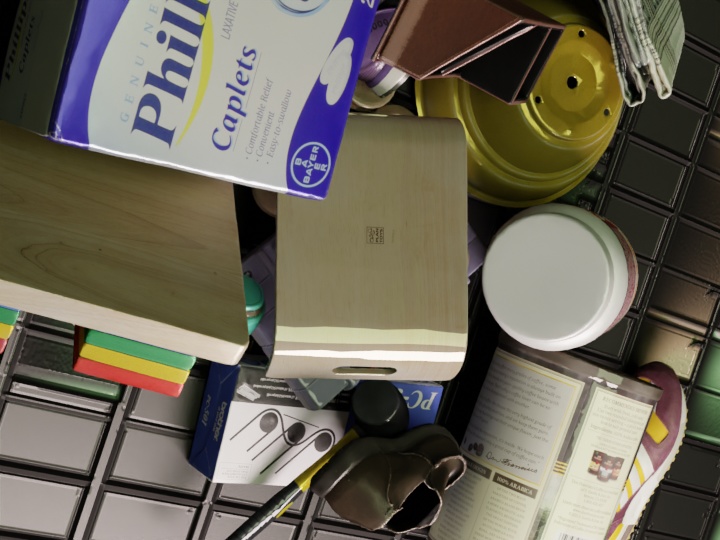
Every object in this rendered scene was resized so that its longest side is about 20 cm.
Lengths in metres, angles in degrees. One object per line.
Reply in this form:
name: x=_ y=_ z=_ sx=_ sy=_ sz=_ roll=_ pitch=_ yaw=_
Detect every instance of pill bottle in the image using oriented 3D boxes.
pill bottle: x=0.159 y=0.004 z=1.176 sx=0.200 sy=0.114 sz=0.115 roll=-1 pitch=107 yaw=-76

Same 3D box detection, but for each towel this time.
towel: x=0.222 y=-0.246 z=1.189 sx=0.200 sy=0.034 sz=0.193 roll=-51 pitch=127 yaw=-58

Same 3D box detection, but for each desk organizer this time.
desk organizer: x=0.081 y=-0.160 z=1.020 sx=0.072 sy=0.077 sz=0.200 roll=-63 pitch=170 yaw=14

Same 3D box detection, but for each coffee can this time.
coffee can: x=0.153 y=0.168 z=1.254 sx=0.146 sy=0.146 sz=0.201 roll=20 pitch=91 yaw=-37

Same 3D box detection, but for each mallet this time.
mallet: x=-0.043 y=0.155 z=1.116 sx=0.200 sy=0.041 sz=0.066 roll=-39 pitch=159 yaw=-14

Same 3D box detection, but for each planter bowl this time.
planter bowl: x=0.149 y=-0.150 z=1.182 sx=0.200 sy=0.083 sz=0.201 roll=-2 pitch=95 yaw=-26

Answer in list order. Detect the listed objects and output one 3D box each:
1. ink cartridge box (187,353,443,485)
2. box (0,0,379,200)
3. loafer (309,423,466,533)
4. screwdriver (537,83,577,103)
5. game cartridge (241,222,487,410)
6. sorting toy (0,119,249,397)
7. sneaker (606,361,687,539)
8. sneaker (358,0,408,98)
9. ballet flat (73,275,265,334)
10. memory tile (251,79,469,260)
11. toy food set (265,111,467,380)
ink cartridge box: x=-0.032 y=0.122 z=1.175 sx=0.200 sy=0.044 sz=0.094 roll=8 pitch=99 yaw=-36
box: x=-0.102 y=-0.155 z=0.922 sx=0.199 sy=0.105 sz=0.185 roll=10 pitch=99 yaw=-34
loafer: x=0.031 y=0.168 z=1.121 sx=0.073 sy=0.071 sz=0.200 roll=-46 pitch=160 yaw=20
screwdriver: x=0.195 y=-0.167 z=1.264 sx=0.200 sy=0.028 sz=0.029 roll=-45 pitch=163 yaw=-15
game cartridge: x=0.000 y=0.000 z=1.139 sx=0.200 sy=0.038 sz=0.130 roll=-41 pitch=97 yaw=-25
sorting toy: x=-0.182 y=-0.018 z=0.940 sx=0.199 sy=0.199 sz=0.070 roll=16 pitch=124 yaw=-21
sneaker: x=0.230 y=0.171 z=1.353 sx=0.090 sy=0.075 sz=0.201 roll=25 pitch=87 yaw=-42
sneaker: x=0.036 y=-0.235 z=1.112 sx=0.087 sy=0.076 sz=0.200 roll=35 pitch=70 yaw=-16
ballet flat: x=-0.166 y=0.018 z=1.036 sx=0.199 sy=0.067 sz=0.071 roll=18 pitch=122 yaw=-20
memory tile: x=-0.007 y=-0.060 z=1.118 sx=0.153 sy=0.017 sz=0.201 roll=-25 pitch=93 yaw=-27
toy food set: x=0.002 y=-0.021 z=1.083 sx=0.143 sy=0.060 sz=0.201 roll=2 pitch=80 yaw=-14
